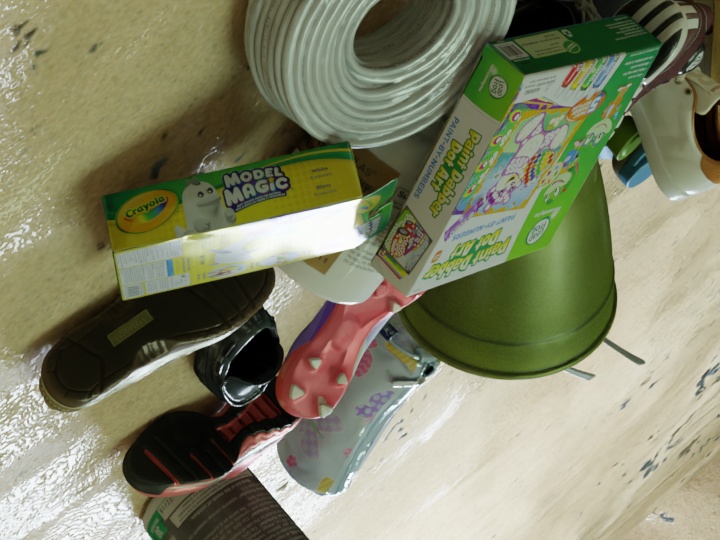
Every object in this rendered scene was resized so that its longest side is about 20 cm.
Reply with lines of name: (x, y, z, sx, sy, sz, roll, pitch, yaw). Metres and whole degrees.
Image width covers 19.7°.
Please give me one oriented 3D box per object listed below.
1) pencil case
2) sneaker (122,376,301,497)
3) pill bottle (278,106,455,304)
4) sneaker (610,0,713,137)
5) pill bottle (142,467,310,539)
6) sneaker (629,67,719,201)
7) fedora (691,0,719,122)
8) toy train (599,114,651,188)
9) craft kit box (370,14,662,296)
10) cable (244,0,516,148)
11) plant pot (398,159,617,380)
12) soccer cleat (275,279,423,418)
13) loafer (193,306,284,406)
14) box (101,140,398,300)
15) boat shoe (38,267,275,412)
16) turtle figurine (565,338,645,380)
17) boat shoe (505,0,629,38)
pencil case: (0.000, 0.122, 1.960, 0.083, 0.091, 0.200, -14, 145, -54)
sneaker: (-0.132, 0.165, 1.817, 0.199, 0.074, 0.087, -23, 153, -45)
pill bottle: (0.015, -0.083, 1.546, 0.200, 0.114, 0.114, -52, 158, 21)
sneaker: (0.207, -0.144, 1.635, 0.115, 0.076, 0.200, -16, 162, -50)
pill bottle: (-0.100, 0.271, 1.903, 0.113, 0.200, 0.113, -37, 159, -17)
sneaker: (0.261, -0.164, 1.729, 0.084, 0.201, 0.073, -22, -174, 41)
fedora: (0.289, -0.192, 1.832, 0.200, 0.081, 0.203, -1, 90, -75)
toy train: (0.199, -0.142, 1.774, 0.085, 0.116, 0.200, -44, 160, 1)
craft kit box: (0.116, -0.086, 1.516, 0.199, 0.048, 0.198, -19, 146, -51)
cable: (0.015, -0.175, 1.381, 0.200, 0.069, 0.200, -47, 145, 11)
plant pot: (0.129, -0.045, 1.764, 0.200, 0.200, 0.194, -33, 146, -26)
soccer cleat: (-0.004, 0.029, 1.663, 0.201, 0.066, 0.076, -57, -159, -1)
loafer: (-0.098, 0.069, 1.696, 0.068, 0.070, 0.201, -37, 159, -16)
box: (-0.075, -0.036, 1.426, 0.198, 0.049, 0.117, -11, 164, -7)
boat shoe: (-0.157, 0.043, 1.559, 0.199, 0.072, 0.076, -27, 170, -22)
turtle figurine: (0.164, 0.060, 2.034, 0.193, 0.144, 0.202, -18, 109, -16)
boat shoe: (0.157, -0.197, 1.657, 0.199, 0.075, 0.062, -25, 166, -21)
